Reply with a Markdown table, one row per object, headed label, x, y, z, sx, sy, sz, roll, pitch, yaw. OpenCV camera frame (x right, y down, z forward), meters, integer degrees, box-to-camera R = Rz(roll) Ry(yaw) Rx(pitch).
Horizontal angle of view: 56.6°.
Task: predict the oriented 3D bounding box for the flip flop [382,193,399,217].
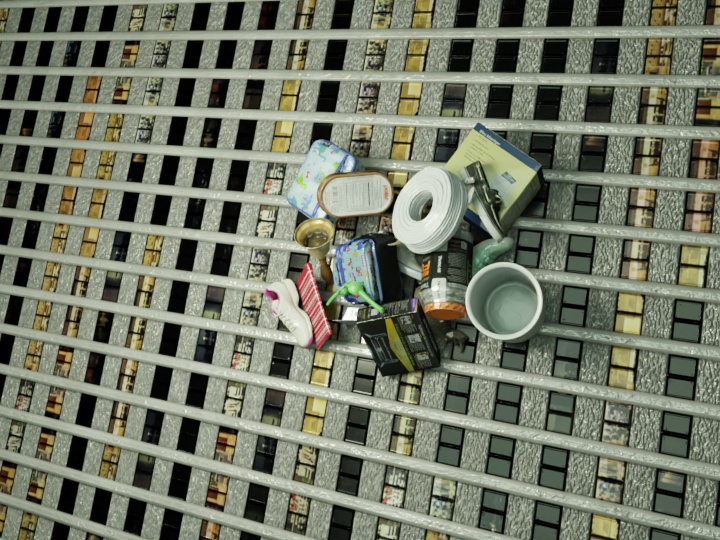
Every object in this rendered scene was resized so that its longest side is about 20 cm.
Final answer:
| label | x | y | z | sx | sy | sz | roll | pitch | yaw |
| --- | --- | --- | --- | --- | --- | --- | --- | --- | --- |
| flip flop | 0.104 | -0.157 | 1.762 | 0.198 | 0.057 | 0.082 | 23 | 84 | 38 |

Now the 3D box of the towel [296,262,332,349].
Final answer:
| label | x | y | z | sx | sy | sz | roll | pitch | yaw |
| --- | --- | --- | --- | --- | --- | --- | --- | --- | --- |
| towel | -0.121 | 0.093 | 1.760 | 0.022 | 0.145 | 0.202 | -13 | 72 | -20 |

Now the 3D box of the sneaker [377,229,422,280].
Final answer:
| label | x | y | z | sx | sy | sz | roll | pitch | yaw |
| --- | --- | --- | --- | --- | --- | --- | --- | --- | --- |
| sneaker | 0.108 | -0.040 | 1.725 | 0.199 | 0.073 | 0.071 | 34 | 99 | 23 |

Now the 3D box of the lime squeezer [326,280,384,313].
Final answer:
| label | x | y | z | sx | sy | sz | roll | pitch | yaw |
| --- | --- | --- | --- | --- | --- | --- | --- | --- | --- |
| lime squeezer | -0.021 | 0.057 | 1.612 | 0.198 | 0.071 | 0.038 | 3 | 40 | 46 |

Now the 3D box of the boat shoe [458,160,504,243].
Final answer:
| label | x | y | z | sx | sy | sz | roll | pitch | yaw |
| --- | --- | --- | --- | --- | --- | --- | --- | --- | --- |
| boat shoe | 0.292 | -0.162 | 1.540 | 0.063 | 0.071 | 0.202 | -27 | 72 | 15 |

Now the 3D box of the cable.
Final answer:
| label | x | y | z | sx | sy | sz | roll | pitch | yaw |
| --- | --- | --- | --- | --- | --- | --- | --- | --- | --- |
| cable | 0.158 | -0.140 | 1.549 | 0.199 | 0.069 | 0.203 | 15 | 82 | 53 |

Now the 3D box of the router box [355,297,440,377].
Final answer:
| label | x | y | z | sx | sy | sz | roll | pitch | yaw |
| --- | --- | --- | --- | --- | --- | --- | --- | --- | --- |
| router box | 0.095 | 0.166 | 1.632 | 0.155 | 0.201 | 0.053 | -11 | 38 | 18 |

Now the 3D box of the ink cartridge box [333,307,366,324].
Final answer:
| label | x | y | z | sx | sy | sz | roll | pitch | yaw |
| --- | --- | --- | --- | --- | --- | --- | --- | --- | --- |
| ink cartridge box | 0.036 | 0.117 | 1.709 | 0.197 | 0.099 | 0.040 | -1 | 80 | 18 |

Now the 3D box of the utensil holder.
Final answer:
| label | x | y | z | sx | sy | sz | roll | pitch | yaw |
| --- | --- | --- | --- | --- | --- | --- | --- | --- | --- |
| utensil holder | 0.343 | 0.083 | 1.551 | 0.167 | 0.200 | 0.173 | -4 | 78 | 18 |

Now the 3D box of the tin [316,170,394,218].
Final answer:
| label | x | y | z | sx | sy | sz | roll | pitch | yaw |
| --- | --- | --- | --- | --- | --- | --- | --- | --- | --- |
| tin | -0.011 | -0.191 | 1.685 | 0.197 | 0.042 | 0.114 | -6 | 109 | -12 |

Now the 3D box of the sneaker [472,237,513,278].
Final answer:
| label | x | y | z | sx | sy | sz | roll | pitch | yaw |
| --- | --- | --- | --- | --- | --- | --- | --- | --- | --- |
| sneaker | 0.299 | 0.001 | 1.640 | 0.199 | 0.073 | 0.120 | -27 | 66 | 30 |

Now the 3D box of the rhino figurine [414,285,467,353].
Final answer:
| label | x | y | z | sx | sy | sz | roll | pitch | yaw |
| --- | --- | --- | --- | --- | --- | --- | --- | --- | --- |
| rhino figurine | 0.204 | 0.114 | 1.664 | 0.087 | 0.060 | 0.202 | -27 | 89 | 2 |

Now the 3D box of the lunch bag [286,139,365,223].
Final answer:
| label | x | y | z | sx | sy | sz | roll | pitch | yaw |
| --- | --- | --- | --- | --- | --- | --- | --- | --- | --- |
| lunch bag | -0.089 | -0.230 | 1.751 | 0.160 | 0.082 | 0.201 | 36 | 97 | 28 |

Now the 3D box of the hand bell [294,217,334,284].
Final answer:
| label | x | y | z | sx | sy | sz | roll | pitch | yaw |
| --- | --- | --- | --- | --- | --- | --- | --- | --- | --- |
| hand bell | -0.101 | -0.030 | 1.740 | 0.102 | 0.201 | 0.105 | -6 | 49 | 6 |

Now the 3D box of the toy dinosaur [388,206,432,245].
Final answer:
| label | x | y | z | sx | sy | sz | roll | pitch | yaw |
| --- | --- | --- | --- | --- | --- | --- | --- | --- | --- |
| toy dinosaur | 0.144 | -0.118 | 1.670 | 0.100 | 0.058 | 0.202 | 21 | 66 | 12 |

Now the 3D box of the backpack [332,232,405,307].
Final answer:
| label | x | y | z | sx | sy | sz | roll | pitch | yaw |
| --- | --- | --- | --- | --- | --- | --- | --- | --- | --- |
| backpack | 0.000 | 0.000 | 1.693 | 0.198 | 0.133 | 0.186 | 0 | 100 | 47 |

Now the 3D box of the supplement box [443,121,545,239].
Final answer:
| label | x | y | z | sx | sy | sz | roll | pitch | yaw |
| --- | --- | --- | --- | --- | --- | --- | --- | --- | --- |
| supplement box | 0.314 | -0.212 | 1.649 | 0.199 | 0.134 | 0.201 | 40 | 95 | 20 |

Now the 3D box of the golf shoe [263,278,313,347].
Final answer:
| label | x | y | z | sx | sy | sz | roll | pitch | yaw |
| --- | --- | --- | --- | --- | --- | --- | --- | --- | --- |
| golf shoe | -0.195 | 0.119 | 1.790 | 0.075 | 0.091 | 0.202 | -47 | 62 | 41 |

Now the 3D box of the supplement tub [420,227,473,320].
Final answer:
| label | x | y | z | sx | sy | sz | roll | pitch | yaw |
| --- | --- | --- | --- | --- | --- | --- | --- | --- | --- |
| supplement tub | 0.204 | 0.007 | 1.580 | 0.121 | 0.123 | 0.203 | -2 | 69 | 19 |
